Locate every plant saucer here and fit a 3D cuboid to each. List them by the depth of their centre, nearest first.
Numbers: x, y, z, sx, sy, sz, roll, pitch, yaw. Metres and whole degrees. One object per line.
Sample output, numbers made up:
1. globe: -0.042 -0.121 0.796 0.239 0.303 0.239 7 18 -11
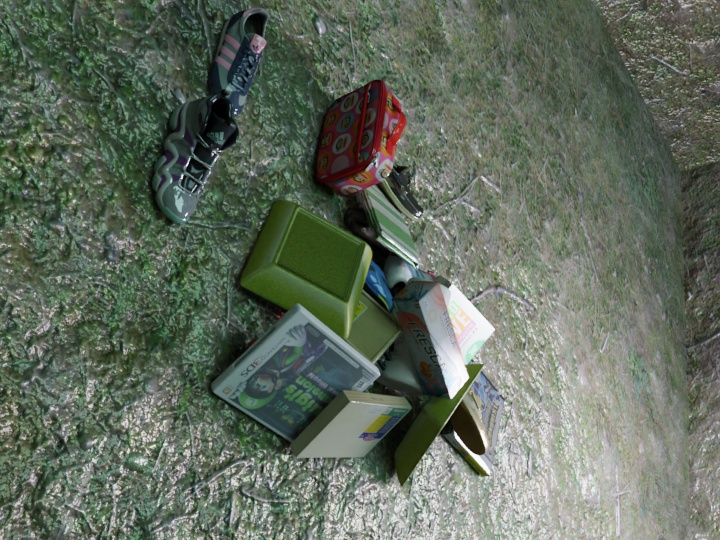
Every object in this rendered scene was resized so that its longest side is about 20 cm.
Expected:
1. plant saucer: -0.074 -0.016 1.167 0.198 0.048 0.201 29 48 -13
2. plant saucer: 0.137 0.277 1.330 0.048 0.201 0.200 34 39 12

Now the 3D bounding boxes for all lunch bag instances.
1. lunch bag: 0.008 -0.248 1.314 0.082 0.175 0.202 33 54 -41

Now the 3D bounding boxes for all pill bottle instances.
1. pill bottle: 0.102 0.123 1.335 0.114 0.113 0.202 34 68 -40

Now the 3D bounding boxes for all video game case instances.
1. video game case: -0.094 0.166 1.076 0.200 0.182 0.023 42 10 -35
2. video game case: 0.253 0.319 1.566 0.181 0.025 0.201 49 45 -30

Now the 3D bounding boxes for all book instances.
1. book: 0.185 0.120 1.478 0.134 0.048 0.200 -51 130 -4

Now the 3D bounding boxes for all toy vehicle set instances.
1. toy vehicle set: -0.030 0.068 1.204 0.200 0.027 0.124 42 40 9

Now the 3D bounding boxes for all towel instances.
1. towel: 0.048 -0.105 1.378 0.152 0.023 0.201 33 28 -44

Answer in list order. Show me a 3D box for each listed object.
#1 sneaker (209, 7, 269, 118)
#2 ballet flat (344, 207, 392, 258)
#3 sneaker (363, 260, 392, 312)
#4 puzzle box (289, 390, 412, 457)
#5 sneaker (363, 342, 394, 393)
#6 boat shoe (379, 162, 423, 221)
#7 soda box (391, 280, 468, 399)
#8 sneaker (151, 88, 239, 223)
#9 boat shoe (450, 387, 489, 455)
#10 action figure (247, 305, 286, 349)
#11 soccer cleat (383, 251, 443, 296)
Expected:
1. sneaker: -0.195 -0.349 1.166 0.070 0.081 0.203 25 60 -45
2. ballet flat: 0.047 -0.073 1.413 0.199 0.046 0.068 30 55 -42
3. sneaker: 0.000 0.000 1.325 0.201 0.065 0.079 58 29 -22
4. puzzle box: -0.011 0.255 1.161 0.025 0.133 0.199 51 16 31
5. sneaker: -0.019 0.190 1.235 0.201 0.080 0.075 -55 154 -24
6. boat shoe: 0.072 -0.188 1.438 0.201 0.066 0.072 48 16 -19
7. soda box: 0.123 0.120 1.228 0.068 0.063 0.202 -38 117 -39
8. sneaker: -0.227 -0.175 1.024 0.077 0.139 0.203 23 61 -45
9. boat shoe: 0.219 0.278 1.460 0.069 0.074 0.202 -22 85 -39
10. action figure: -0.080 0.124 1.129 0.198 0.065 0.100 17 95 -21
11. soccer cleat: 0.109 0.032 1.455 0.199 0.069 0.087 30 76 -43
